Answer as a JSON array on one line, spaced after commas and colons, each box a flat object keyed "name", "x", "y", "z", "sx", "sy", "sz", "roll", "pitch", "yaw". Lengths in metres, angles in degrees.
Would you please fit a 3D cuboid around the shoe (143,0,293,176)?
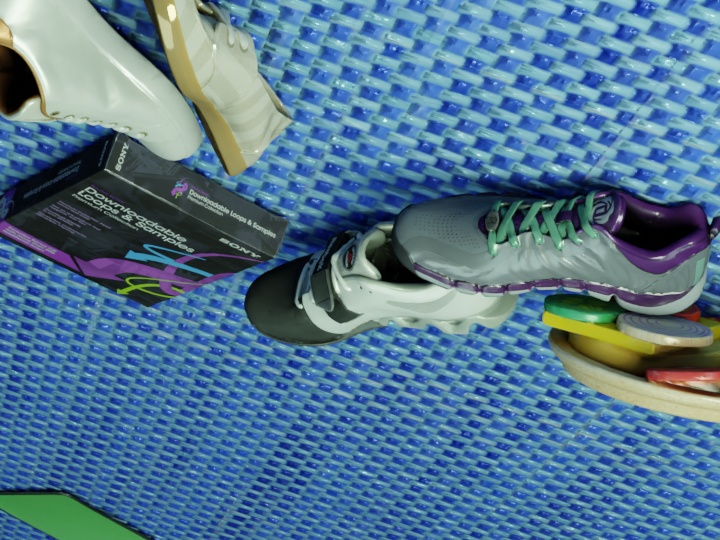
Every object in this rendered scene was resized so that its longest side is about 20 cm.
[{"name": "shoe", "x": -0.084, "y": -0.125, "z": 1.374, "sx": 0.053, "sy": 0.070, "sz": 0.200, "roll": -24, "pitch": 153, "yaw": -1}]

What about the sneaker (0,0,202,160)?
[{"name": "sneaker", "x": -0.175, "y": -0.111, "z": 1.406, "sx": 0.073, "sy": 0.085, "sz": 0.200, "roll": 24, "pitch": 166, "yaw": 45}]

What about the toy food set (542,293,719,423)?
[{"name": "toy food set", "x": 0.217, "y": 0.053, "z": 1.496, "sx": 0.200, "sy": 0.049, "sz": 0.198, "roll": 17, "pitch": -165, "yaw": 32}]

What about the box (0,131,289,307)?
[{"name": "box", "x": -0.161, "y": -0.032, "z": 1.667, "sx": 0.143, "sy": 0.036, "sz": 0.200, "roll": 27, "pitch": 155, "yaw": -24}]

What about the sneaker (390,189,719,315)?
[{"name": "sneaker", "x": 0.121, "y": -0.029, "z": 1.447, "sx": 0.200, "sy": 0.075, "sz": 0.088, "roll": 6, "pitch": 148, "yaw": -3}]

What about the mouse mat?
[{"name": "mouse mat", "x": -0.303, "y": 0.280, "z": 2.551, "sx": 0.161, "sy": 0.008, "sz": 0.200, "roll": -5, "pitch": 151, "yaw": 43}]

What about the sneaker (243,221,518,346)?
[{"name": "sneaker", "x": 0.000, "y": 0.000, "z": 1.589, "sx": 0.200, "sy": 0.074, "sz": 0.089, "roll": -7, "pitch": 150, "yaw": 26}]
